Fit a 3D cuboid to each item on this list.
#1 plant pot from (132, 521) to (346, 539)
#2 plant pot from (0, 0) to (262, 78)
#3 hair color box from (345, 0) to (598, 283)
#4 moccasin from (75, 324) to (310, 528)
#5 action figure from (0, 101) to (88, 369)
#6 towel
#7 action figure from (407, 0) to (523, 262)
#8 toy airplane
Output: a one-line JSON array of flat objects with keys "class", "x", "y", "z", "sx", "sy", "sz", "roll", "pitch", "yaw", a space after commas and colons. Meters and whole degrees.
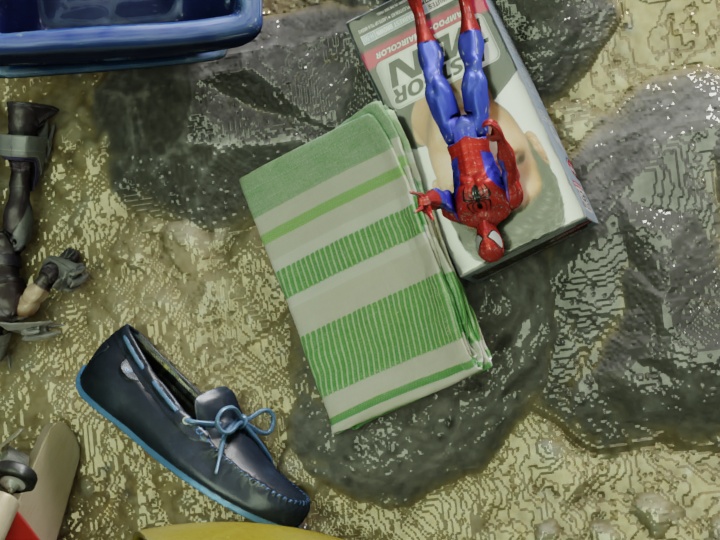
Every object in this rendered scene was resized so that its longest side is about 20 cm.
[{"class": "plant pot", "x": -0.058, "y": 0.253, "z": 1.608, "sx": 0.142, "sy": 0.200, "sz": 0.201, "roll": -16, "pitch": 81, "yaw": -14}, {"class": "plant pot", "x": -0.181, "y": -0.235, "z": 1.653, "sx": 0.199, "sy": 0.180, "sz": 0.201, "roll": -6, "pitch": 84, "yaw": -8}, {"class": "hair color box", "x": 0.078, "y": -0.103, "z": 1.656, "sx": 0.099, "sy": 0.061, "sz": 0.201, "roll": -26, "pitch": 80, "yaw": 10}, {"class": "moccasin", "x": -0.115, "y": 0.109, "z": 1.675, "sx": 0.200, "sy": 0.080, "sz": 0.068, "roll": 34, "pitch": 96, "yaw": 13}, {"class": "action figure", "x": -0.264, "y": -0.023, "z": 1.733, "sx": 0.130, "sy": 0.069, "sz": 0.201, "roll": 2, "pitch": 90, "yaw": 7}, {"class": "towel", "x": 0.000, "y": 0.000, "z": 1.656, "sx": 0.152, "sy": 0.023, "sz": 0.201, "roll": -27, "pitch": 81, "yaw": 37}, {"class": "action figure", "x": 0.063, "y": -0.104, "z": 1.582, "sx": 0.065, "sy": 0.099, "sz": 0.201, "roll": -14, "pitch": 85, "yaw": 13}, {"class": "toy airplane", "x": -0.258, "y": 0.215, "z": 1.661, "sx": 0.141, "sy": 0.200, "sz": 0.200, "roll": -3, "pitch": 96, "yaw": 28}]
